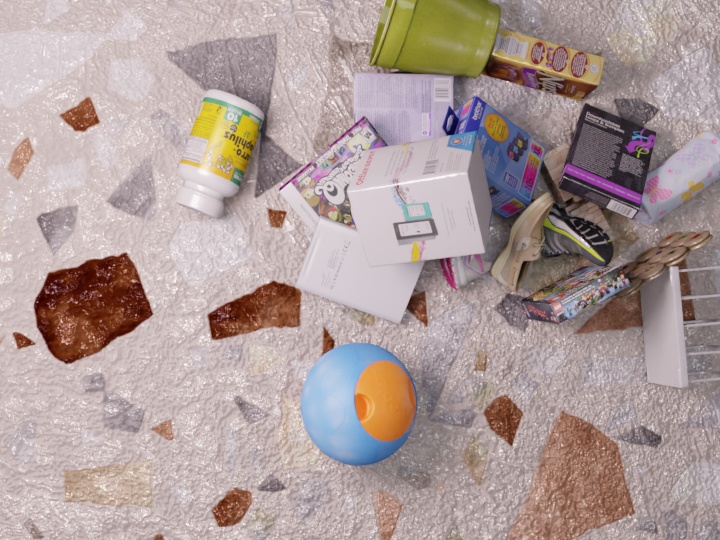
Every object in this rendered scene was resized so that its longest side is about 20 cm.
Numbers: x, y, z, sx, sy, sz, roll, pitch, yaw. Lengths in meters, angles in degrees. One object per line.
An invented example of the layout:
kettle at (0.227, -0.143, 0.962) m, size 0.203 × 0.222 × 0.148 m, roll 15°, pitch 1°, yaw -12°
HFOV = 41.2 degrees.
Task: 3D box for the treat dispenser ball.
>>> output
treat dispenser ball at (-0.003, 0.224, 1.611) m, size 0.197 × 0.201 × 0.205 m, roll 0°, pitch 88°, yaw -3°

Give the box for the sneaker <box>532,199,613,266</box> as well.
sneaker at (0.356, -0.053, 1.668) m, size 0.073 × 0.200 × 0.082 m, roll -10°, pitch 124°, yaw -35°

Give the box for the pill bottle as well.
pill bottle at (-0.249, -0.198, 1.658) m, size 0.111 × 0.113 × 0.203 m, roll 20°, pitch 86°, yaw -2°

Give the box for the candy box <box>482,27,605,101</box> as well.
candy box at (0.318, -0.361, 1.691) m, size 0.196 × 0.117 × 0.058 m, roll 13°, pitch 86°, yaw -2°

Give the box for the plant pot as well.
plant pot at (0.134, -0.422, 1.649) m, size 0.190 × 0.200 × 0.204 m, roll 16°, pitch 87°, yaw -6°

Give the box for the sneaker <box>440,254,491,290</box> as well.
sneaker at (0.179, -0.073, 1.691) m, size 0.087 × 0.081 × 0.204 m, roll -15°, pitch 105°, yaw -10°

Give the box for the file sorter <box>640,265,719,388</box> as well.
file sorter at (0.579, 0.094, 1.679) m, size 0.122 × 0.139 × 0.204 m, roll -4°, pitch 88°, yaw -6°

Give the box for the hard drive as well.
hard drive at (0.000, 0.000, 1.676) m, size 0.197 × 0.026 × 0.134 m, roll 19°, pitch 106°, yaw -9°

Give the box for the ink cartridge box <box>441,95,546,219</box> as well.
ink cartridge box at (0.212, -0.202, 1.651) m, size 0.198 × 0.076 × 0.138 m, roll 31°, pitch 59°, yaw -17°

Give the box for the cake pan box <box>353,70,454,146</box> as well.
cake pan box at (0.076, -0.256, 1.709) m, size 0.180 × 0.052 × 0.204 m, roll -1°, pitch 88°, yaw -5°

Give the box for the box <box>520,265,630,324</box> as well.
box at (0.362, 0.039, 1.636) m, size 0.135 × 0.200 × 0.038 m, roll -28°, pitch 92°, yaw -4°

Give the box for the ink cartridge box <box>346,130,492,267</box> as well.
ink cartridge box at (0.099, -0.114, 1.547) m, size 0.196 × 0.148 × 0.148 m, roll -7°, pitch 122°, yaw 19°

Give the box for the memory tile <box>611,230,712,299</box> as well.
memory tile at (0.504, -0.012, 1.670) m, size 0.198 × 0.153 × 0.017 m, roll -34°, pitch 95°, yaw -5°

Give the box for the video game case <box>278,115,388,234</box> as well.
video game case at (-0.012, -0.133, 1.667) m, size 0.199 × 0.036 × 0.182 m, roll -38°, pitch 106°, yaw 8°

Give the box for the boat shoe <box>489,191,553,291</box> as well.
boat shoe at (0.290, -0.047, 1.650) m, size 0.065 × 0.202 × 0.072 m, roll 41°, pitch 43°, yaw 20°

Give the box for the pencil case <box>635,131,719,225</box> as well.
pencil case at (0.564, -0.165, 1.715) m, size 0.198 × 0.084 × 0.091 m, roll -32°, pitch 48°, yaw -3°

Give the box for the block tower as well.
block tower at (0.386, -0.124, 1.717) m, size 0.057 × 0.054 × 0.203 m, roll -26°, pitch 90°, yaw -3°

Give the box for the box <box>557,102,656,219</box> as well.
box at (0.434, -0.195, 1.677) m, size 0.141 × 0.036 × 0.202 m, roll 23°, pitch 55°, yaw 3°
